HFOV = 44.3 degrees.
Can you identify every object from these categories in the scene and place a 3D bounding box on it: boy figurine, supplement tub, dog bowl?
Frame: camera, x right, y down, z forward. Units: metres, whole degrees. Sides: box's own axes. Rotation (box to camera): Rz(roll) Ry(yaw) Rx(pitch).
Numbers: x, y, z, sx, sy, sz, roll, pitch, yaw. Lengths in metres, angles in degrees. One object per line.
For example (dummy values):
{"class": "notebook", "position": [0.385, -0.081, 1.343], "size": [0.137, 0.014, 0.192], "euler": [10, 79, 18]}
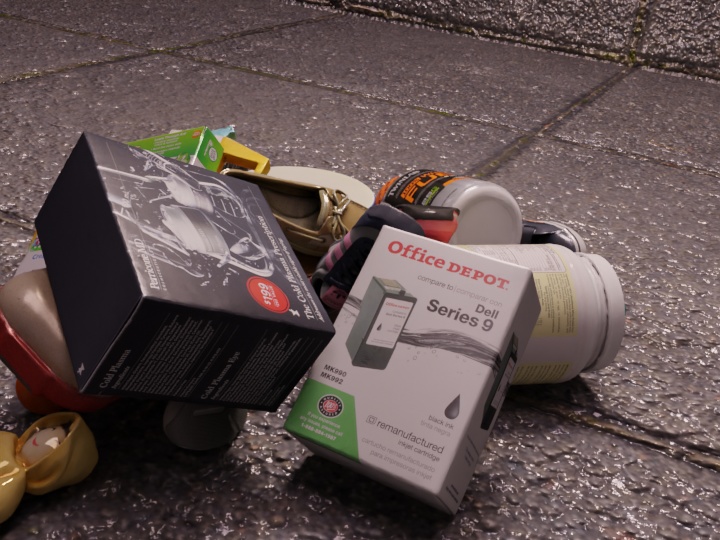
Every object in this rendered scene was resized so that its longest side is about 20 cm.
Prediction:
{"class": "boy figurine", "position": [-0.299, 0.154, 0.661], "size": [0.199, 0.065, 0.124], "euler": [-6, 24, -20]}
{"class": "supplement tub", "position": [0.149, 0.045, 0.901], "size": [0.199, 0.146, 0.145], "euler": [-1, 25, -15]}
{"class": "supplement tub", "position": [0.103, -0.063, 1.128], "size": [0.122, 0.123, 0.200], "euler": [-7, 15, -27]}
{"class": "dog bowl", "position": [-0.081, -0.070, 1.175], "size": [0.199, 0.079, 0.200], "euler": [5, 24, -2]}

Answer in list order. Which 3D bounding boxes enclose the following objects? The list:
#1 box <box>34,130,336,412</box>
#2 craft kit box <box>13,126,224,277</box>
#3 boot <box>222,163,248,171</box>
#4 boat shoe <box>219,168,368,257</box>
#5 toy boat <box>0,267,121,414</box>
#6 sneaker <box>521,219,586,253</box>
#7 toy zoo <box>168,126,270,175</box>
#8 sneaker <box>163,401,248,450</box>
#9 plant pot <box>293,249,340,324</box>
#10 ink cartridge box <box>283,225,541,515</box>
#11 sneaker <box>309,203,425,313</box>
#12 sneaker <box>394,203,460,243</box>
{"class": "box", "position": [-0.149, 0.004, 0.733], "size": [0.182, 0.104, 0.200], "euler": [13, 34, -42]}
{"class": "craft kit box", "position": [-0.262, -0.055, 0.951], "size": [0.199, 0.049, 0.198], "euler": [-6, 55, 27]}
{"class": "boot", "position": [-0.288, -0.140, 1.307], "size": [0.199, 0.073, 0.182], "euler": [9, 22, 22]}
{"class": "boat shoe", "position": [-0.067, -0.067, 0.979], "size": [0.200, 0.063, 0.074], "euler": [15, 63, -17]}
{"class": "toy boat", "position": [-0.253, 0.074, 0.780], "size": [0.131, 0.131, 0.200], "euler": [46, 15, 5]}
{"class": "sneaker", "position": [0.201, -0.033, 1.166], "size": [0.079, 0.079, 0.200], "euler": [-5, 15, -34]}
{"class": "toy zoo", "position": [-0.190, -0.088, 1.014], "size": [0.131, 0.020, 0.201], "euler": [18, 62, 13]}
{"class": "sneaker", "position": [-0.140, 0.104, 0.816], "size": [0.080, 0.071, 0.200], "euler": [-4, 19, 16]}
{"class": "plant pot", "position": [-0.073, -0.010, 1.010], "size": [0.199, 0.028, 0.201], "euler": [7, 51, -8]}
{"class": "ink cartridge box", "position": [0.048, 0.078, 0.745], "size": [0.145, 0.084, 0.201], "euler": [18, 71, 24]}
{"class": "sneaker", "position": [0.000, 0.000, 0.882], "size": [0.070, 0.200, 0.082], "euler": [35, 66, -6]}
{"class": "sneaker", "position": [0.064, -0.014, 0.973], "size": [0.073, 0.087, 0.200], "euler": [3, -14, -8]}
